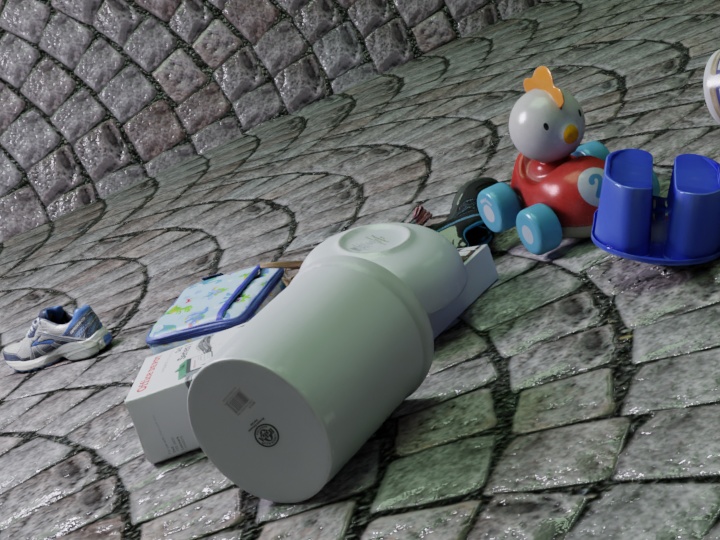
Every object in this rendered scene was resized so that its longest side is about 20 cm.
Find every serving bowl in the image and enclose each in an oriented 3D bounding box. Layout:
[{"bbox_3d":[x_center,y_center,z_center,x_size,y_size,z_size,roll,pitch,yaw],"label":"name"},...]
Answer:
[{"bbox_3d":[0.020,-0.008,1.506,0.200,0.066,0.200,-8,24,4],"label":"serving bowl"}]

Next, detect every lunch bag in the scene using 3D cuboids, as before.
[{"bbox_3d":[-0.178,0.065,1.736,0.161,0.083,0.200,-12,19,22],"label":"lunch bag"}]

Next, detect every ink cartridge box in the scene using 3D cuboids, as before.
[{"bbox_3d":[-0.151,0.126,1.475,0.200,0.084,0.146,-19,15,6],"label":"ink cartridge box"}]

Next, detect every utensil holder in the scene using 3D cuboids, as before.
[{"bbox_3d":[-0.046,0.104,1.263,0.170,0.170,0.200,-10,22,35],"label":"utensil holder"}]

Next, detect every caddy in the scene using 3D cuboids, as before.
[{"bbox_3d":[0.329,-0.062,1.449,0.141,0.105,0.200,6,21,11],"label":"caddy"}]

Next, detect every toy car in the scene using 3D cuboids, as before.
[{"bbox_3d":[0.247,-0.154,1.635,0.184,0.200,0.177,-24,30,-18],"label":"toy car"}]

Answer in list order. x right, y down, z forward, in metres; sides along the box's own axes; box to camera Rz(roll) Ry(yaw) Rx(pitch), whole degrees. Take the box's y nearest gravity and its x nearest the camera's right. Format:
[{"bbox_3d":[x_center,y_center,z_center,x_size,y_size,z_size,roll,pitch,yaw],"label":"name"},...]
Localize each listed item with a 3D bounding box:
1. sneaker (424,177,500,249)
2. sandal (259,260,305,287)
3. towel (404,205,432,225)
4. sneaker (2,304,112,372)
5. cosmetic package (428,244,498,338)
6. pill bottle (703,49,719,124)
[{"bbox_3d":[0.152,-0.059,1.755,0.082,0.073,0.200,2,35,36],"label":"sneaker"},{"bbox_3d":[-0.052,0.021,1.757,0.078,0.070,0.212,-3,0,34],"label":"sandal"},{"bbox_3d":[0.000,0.000,1.701,0.200,0.023,0.144,-38,-8,-42],"label":"towel"},{"bbox_3d":[-0.473,0.095,2.012,0.200,0.085,0.077,-14,17,26],"label":"sneaker"},{"bbox_3d":[0.079,0.033,1.552,0.083,0.051,0.200,-10,18,38],"label":"cosmetic package"},{"bbox_3d":[0.574,-0.257,1.760,0.116,0.116,0.200,-33,19,-37],"label":"pill bottle"}]
